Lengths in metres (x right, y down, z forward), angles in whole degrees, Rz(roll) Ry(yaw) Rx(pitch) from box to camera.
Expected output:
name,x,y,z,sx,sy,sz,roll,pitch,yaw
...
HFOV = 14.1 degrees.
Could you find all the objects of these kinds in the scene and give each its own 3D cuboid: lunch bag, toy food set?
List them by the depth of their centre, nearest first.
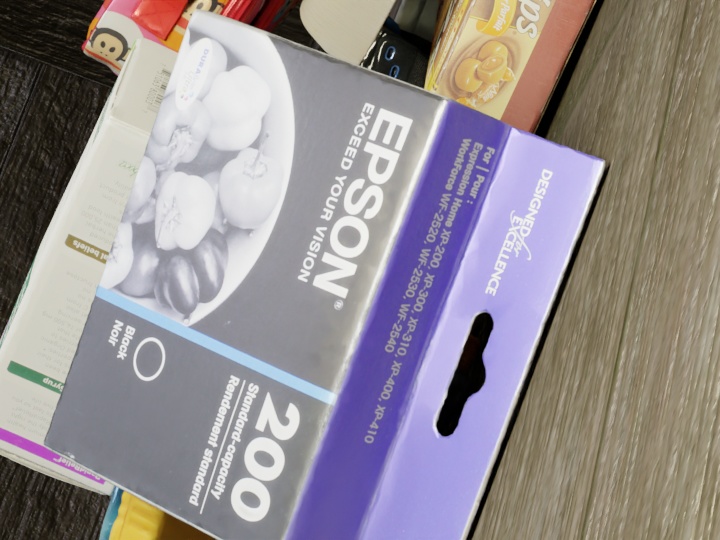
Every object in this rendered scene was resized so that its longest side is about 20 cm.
name,x,y,z,sx,sy,sz,roll,pitch,yaw
toy food set,0.047,-0.199,1.390,0.144,0.060,0.200,-61,-1,38
lunch bag,-0.056,-0.173,1.440,0.200,0.082,0.176,-54,-1,10

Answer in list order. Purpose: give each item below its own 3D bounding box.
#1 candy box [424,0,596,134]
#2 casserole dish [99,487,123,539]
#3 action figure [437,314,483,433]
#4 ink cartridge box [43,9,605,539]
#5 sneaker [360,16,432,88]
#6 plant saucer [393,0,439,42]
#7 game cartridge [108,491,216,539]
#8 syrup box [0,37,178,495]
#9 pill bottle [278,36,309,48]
name,x,y,z,sx,sy,sz,roll,pitch,yaw
candy box,0.078,-0.143,1.391,0.200,0.055,0.115,-78,10,-65
casserole dish,-0.073,0.055,1.384,0.121,0.039,0.200,166,125,-79
action figure,0.006,0.082,1.282,0.194,0.105,0.200,-64,-25,6
ink cartridge box,-0.021,0.016,1.157,0.043,0.200,0.198,16,-85,-52
sneaker,-0.029,-0.080,1.476,0.073,0.200,0.112,44,129,53
plant saucer,0.042,-0.106,1.617,0.200,0.050,0.200,20,-90,-86
game cartridge,-0.032,0.030,1.319,0.176,0.032,0.200,-5,-64,-58
syrup box,-0.111,0.001,1.361,0.079,0.081,0.200,-76,13,-56
pill bottle,-0.071,-0.027,1.638,0.109,0.109,0.200,135,157,-80
